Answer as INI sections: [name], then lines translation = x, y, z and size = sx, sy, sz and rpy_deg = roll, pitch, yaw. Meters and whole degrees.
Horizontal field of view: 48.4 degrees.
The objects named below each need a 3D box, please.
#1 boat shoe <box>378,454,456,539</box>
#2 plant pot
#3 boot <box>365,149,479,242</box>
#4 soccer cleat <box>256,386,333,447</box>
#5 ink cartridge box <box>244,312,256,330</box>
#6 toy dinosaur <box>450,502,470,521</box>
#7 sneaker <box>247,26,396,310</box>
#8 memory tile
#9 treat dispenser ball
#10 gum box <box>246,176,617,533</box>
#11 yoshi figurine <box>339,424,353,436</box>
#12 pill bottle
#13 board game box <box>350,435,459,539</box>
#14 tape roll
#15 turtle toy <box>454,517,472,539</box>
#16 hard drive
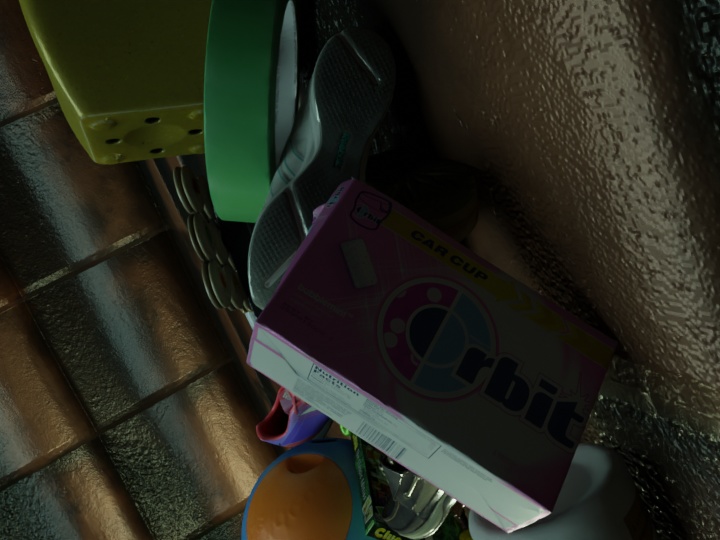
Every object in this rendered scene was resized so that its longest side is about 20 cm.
[boat shoe]
translation = 0.056, 0.153, 0.654
size = 0.073, 0.075, 0.201
rpy_deg = 31, 137, 1
[plant pot]
translation = -0.196, -0.210, 0.703
size = 0.194, 0.191, 0.204
rpy_deg = 134, 127, -73
[boot]
translation = 0.065, 0.019, 0.601
size = 0.175, 0.065, 0.203
rpy_deg = -124, 13, -67
[soccer cleat]
translation = -0.050, 0.130, 0.895
size = 0.201, 0.072, 0.069
rpy_deg = -57, 43, 33
[ink cartridge box]
translation = -0.108, 0.053, 1.160
size = 0.200, 0.047, 0.199
rpy_deg = 60, -162, 13
[toy dinosaur]
translation = 0.115, 0.206, 0.711
size = 0.202, 0.084, 0.137
rpy_deg = 97, 149, -54
[sneaker]
translation = -0.027, -0.065, 0.570
size = 0.069, 0.204, 0.080
rpy_deg = 20, 176, -11
[memory tile]
translation = -0.150, -0.028, 0.886
size = 0.200, 0.016, 0.156
rpy_deg = 34, -141, -83
[treat dispenser ball]
translation = -0.032, 0.289, 0.881
size = 0.202, 0.198, 0.202
rpy_deg = 54, 162, 26
[gum box]
translation = 0.036, 0.046, 0.474
size = 0.198, 0.114, 0.066
rpy_deg = 32, 151, 3
[yoshi figurine]
translation = 0.028, 0.123, 0.793
size = 0.111, 0.113, 0.200
rpy_deg = 28, 167, 25
[pill bottle]
translation = 0.161, 0.231, 0.536
size = 0.203, 0.113, 0.114
rpy_deg = 64, 164, -7
[board game box]
translation = 0.042, 0.215, 0.832
size = 0.104, 0.024, 0.201
rpy_deg = 29, -162, -19
[tape roll]
translation = -0.079, -0.140, 0.627
size = 0.200, 0.047, 0.205
rpy_deg = 4, -90, -89
[turtle toy]
translation = 0.079, 0.333, 0.982
size = 0.200, 0.100, 0.147
rpy_deg = 49, 159, 40
[hard drive]
translation = -0.123, -0.042, 0.957
size = 0.200, 0.032, 0.142
rpy_deg = -91, -17, -72
